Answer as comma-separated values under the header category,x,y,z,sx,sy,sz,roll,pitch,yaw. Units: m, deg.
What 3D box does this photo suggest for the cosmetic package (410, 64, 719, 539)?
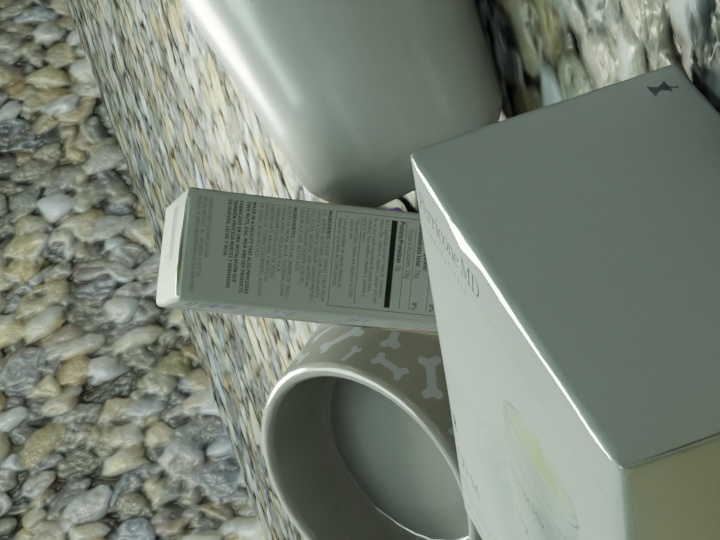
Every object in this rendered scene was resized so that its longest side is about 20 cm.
category,x,y,z,sx,sy,sz,roll,pitch,yaw
cosmetic package,0.116,0.066,0.818,0.200,0.122,0.201,-121,17,-50

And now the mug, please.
category,x,y,z,sx,sy,sz,roll,pitch,yaw
mug,0.011,-0.123,1.117,0.149,0.186,0.154,-21,97,48

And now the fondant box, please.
category,x,y,z,sx,sy,sz,roll,pitch,yaw
fondant box,0.000,0.000,1.099,0.144,0.199,0.059,168,109,-80

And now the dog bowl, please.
category,x,y,z,sx,sy,sz,roll,pitch,yaw
dog bowl,0.020,0.125,1.363,0.199,0.059,0.201,24,130,31

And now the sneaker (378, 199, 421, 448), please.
category,x,y,z,sx,sy,sz,roll,pitch,yaw
sneaker,0.020,0.024,1.427,0.201,0.072,0.115,-123,25,-44
